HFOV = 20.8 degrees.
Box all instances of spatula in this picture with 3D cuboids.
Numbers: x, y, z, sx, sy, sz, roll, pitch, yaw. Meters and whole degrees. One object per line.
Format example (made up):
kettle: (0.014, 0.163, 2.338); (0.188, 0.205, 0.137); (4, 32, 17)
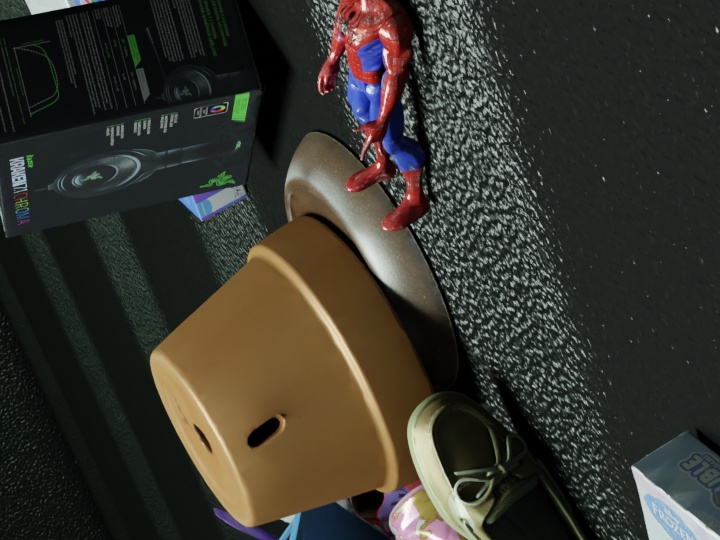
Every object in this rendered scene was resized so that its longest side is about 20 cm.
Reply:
spatula: (-0.022, 0.221, 1.583); (0.057, 0.199, 0.021); (-162, 83, -83)

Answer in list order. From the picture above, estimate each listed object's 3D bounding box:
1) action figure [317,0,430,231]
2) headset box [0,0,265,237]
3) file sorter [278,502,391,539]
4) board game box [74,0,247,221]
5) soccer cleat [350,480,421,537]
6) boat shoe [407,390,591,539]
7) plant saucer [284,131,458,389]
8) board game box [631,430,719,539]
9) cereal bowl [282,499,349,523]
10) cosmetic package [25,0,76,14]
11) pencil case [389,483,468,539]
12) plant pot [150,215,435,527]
action figure: (0.006, -0.105, 1.134); (0.066, 0.051, 0.201); (53, 160, 36)
headset box: (-0.167, -0.114, 1.387); (0.174, 0.199, 0.093); (111, 143, -68)
file sorter: (0.007, 0.277, 1.434); (0.199, 0.123, 0.139); (34, -169, -4)
board game box: (-0.166, -0.154, 1.570); (0.134, 0.045, 0.201); (41, 154, 50)
soccer cleat: (0.013, 0.156, 1.504); (0.069, 0.073, 0.200); (64, 164, -15)
boat shoe: (0.105, 0.161, 1.244); (0.201, 0.073, 0.063); (59, 157, -3)
plant saucer: (0.000, 0.000, 1.357); (0.201, 0.032, 0.201); (54, 162, 26)
board game box: (0.227, 0.209, 0.996); (0.200, 0.043, 0.200); (41, 155, 51)
cereal bowl: (-0.072, 0.113, 1.571); (0.200, 0.083, 0.201); (164, 90, -86)
cosmetic package: (-0.278, -0.306, 1.643); (0.151, 0.052, 0.201); (20, 136, 63)
pencil case: (0.085, 0.232, 1.329); (0.083, 0.086, 0.201); (35, -155, -52)
plant pot: (-0.051, 0.084, 1.348); (0.200, 0.140, 0.200); (52, 162, 25)
